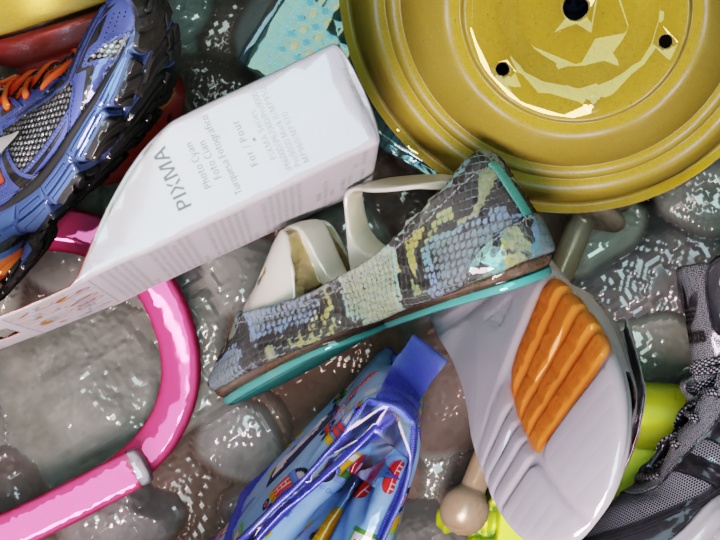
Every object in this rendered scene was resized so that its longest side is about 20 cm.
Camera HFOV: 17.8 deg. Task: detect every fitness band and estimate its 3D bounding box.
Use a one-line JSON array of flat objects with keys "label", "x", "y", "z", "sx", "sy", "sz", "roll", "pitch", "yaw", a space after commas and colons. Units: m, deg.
[{"label": "fitness band", "x": -0.171, "y": 0.055, "z": 1.049, "sx": 0.199, "sy": 0.037, "sz": 0.144, "roll": -25, "pitch": 89, "yaw": -1}]

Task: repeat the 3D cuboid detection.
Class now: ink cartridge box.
[{"label": "ink cartridge box", "x": -0.090, "y": -0.023, "z": 0.959, "sx": 0.199, "sy": 0.160, "sz": 0.047, "roll": -23, "pitch": 87, "yaw": -3}]

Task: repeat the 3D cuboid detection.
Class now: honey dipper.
[{"label": "honey dipper", "x": 0.081, "y": 0.025, "z": 1.031, "sx": 0.038, "sy": 0.038, "sz": 0.201, "roll": 23, "pitch": 80, "yaw": 1}]

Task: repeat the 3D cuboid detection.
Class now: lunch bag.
[{"label": "lunch bag", "x": -0.020, "y": 0.119, "z": 0.982, "sx": 0.094, "sy": 0.151, "sz": 0.201, "roll": 32, "pitch": 95, "yaw": 1}]

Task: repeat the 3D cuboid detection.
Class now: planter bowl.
[{"label": "planter bowl", "x": 0.087, "y": -0.113, "z": 0.941, "sx": 0.199, "sy": 0.083, "sz": 0.202, "roll": 1, "pitch": 104, "yaw": 4}]

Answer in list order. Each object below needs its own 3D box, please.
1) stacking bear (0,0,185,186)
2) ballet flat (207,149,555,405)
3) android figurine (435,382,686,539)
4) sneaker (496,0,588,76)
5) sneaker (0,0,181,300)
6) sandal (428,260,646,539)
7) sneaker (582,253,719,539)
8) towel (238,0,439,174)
[{"label": "stacking bear", "x": -0.135, "y": -0.134, "z": 1.017, "sx": 0.121, "sy": 0.113, "sz": 0.201, "roll": -25, "pitch": 103, "yaw": -41}, {"label": "ballet flat", "x": 0.000, "y": 0.000, "z": 0.996, "sx": 0.199, "sy": 0.074, "sz": 0.075, "roll": -24, "pitch": 89, "yaw": 38}, {"label": "android figurine", "x": 0.131, "y": 0.141, "z": 1.045, "sx": 0.199, "sy": 0.041, "sz": 0.183, "roll": 6, "pitch": 90, "yaw": -1}, {"label": "sneaker", "x": 0.100, "y": -0.138, "z": 1.017, "sx": 0.070, "sy": 0.078, "sz": 0.201, "roll": 13, "pitch": 105, "yaw": -1}, {"label": "sneaker", "x": -0.149, "y": -0.051, "z": 0.963, "sx": 0.078, "sy": 0.075, "sz": 0.200, "roll": 43, "pitch": 119, "yaw": -2}, {"label": "sandal", "x": 0.083, "y": 0.038, "z": 0.974, "sx": 0.059, "sy": 0.207, "sz": 0.079, "roll": 28, "pitch": 115, "yaw": -31}, {"label": "sneaker", "x": 0.149, "y": 0.058, "z": 0.992, "sx": 0.199, "sy": 0.075, "sz": 0.114, "roll": -30, "pitch": 90, "yaw": -9}, {"label": "towel", "x": 0.056, "y": -0.142, "z": 1.058, "sx": 0.146, "sy": 0.022, "sz": 0.201, "roll": 32, "pitch": 88, "yaw": 0}]
